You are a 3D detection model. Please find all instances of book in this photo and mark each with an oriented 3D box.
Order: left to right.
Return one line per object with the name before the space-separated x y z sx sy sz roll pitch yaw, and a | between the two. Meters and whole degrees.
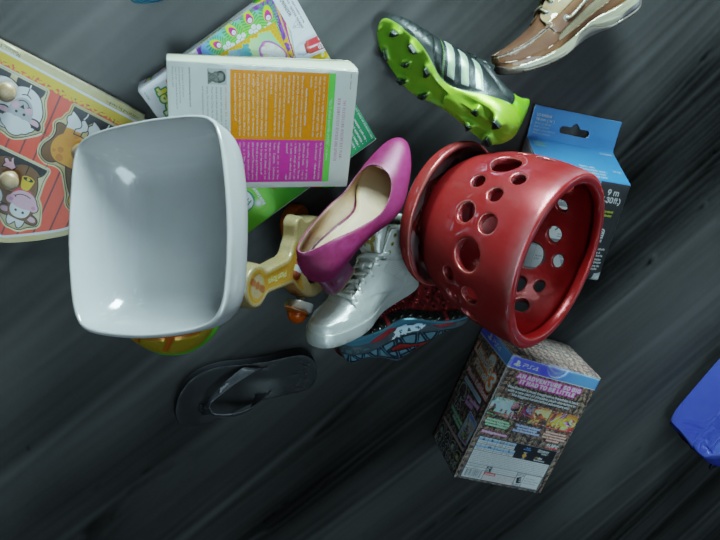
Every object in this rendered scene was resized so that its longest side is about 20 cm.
book | -0.105 -0.155 0.752 0.194 0.048 0.137 -2 118 -15

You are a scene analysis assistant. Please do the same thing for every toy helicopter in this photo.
toy helicopter | -0.083 0.007 0.790 0.077 0.199 0.137 11 108 23

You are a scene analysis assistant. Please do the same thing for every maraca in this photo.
maraca | -0.237 0.006 0.797 0.135 0.107 0.203 -28 107 6

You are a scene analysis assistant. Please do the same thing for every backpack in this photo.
backpack | 0.632 0.269 1.134 0.197 0.169 0.164 29 110 -29

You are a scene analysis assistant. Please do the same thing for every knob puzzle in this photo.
knob puzzle | -0.352 -0.116 0.751 0.213 0.031 0.226 -7 115 -14

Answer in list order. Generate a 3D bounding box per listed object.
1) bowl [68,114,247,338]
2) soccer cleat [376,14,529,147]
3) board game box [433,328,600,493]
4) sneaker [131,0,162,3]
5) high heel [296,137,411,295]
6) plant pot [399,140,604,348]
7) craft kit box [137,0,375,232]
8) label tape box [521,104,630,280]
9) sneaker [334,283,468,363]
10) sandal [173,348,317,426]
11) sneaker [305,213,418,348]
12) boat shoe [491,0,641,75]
bowl | -0.190 -0.038 0.692 0.194 0.074 0.207 -3 85 25
soccer cleat | 0.104 -0.223 0.800 0.199 0.068 0.081 40 57 3
board game box | 0.222 0.200 1.019 0.155 0.097 0.205 16 108 -22
sneaker | -0.161 -0.342 0.689 0.199 0.076 0.081 -42 110 -2
high heel | -0.002 -0.075 0.761 0.204 0.066 0.096 -66 156 -15
plant pot | 0.157 -0.039 0.812 0.198 0.180 0.206 -25 128 -38
craft kit box | -0.111 -0.178 0.788 0.195 0.049 0.202 -34 118 3
label tape box | 0.271 -0.098 0.922 0.140 0.064 0.206 5 112 -19
sneaker | 0.054 0.071 0.940 0.194 0.081 0.097 -9 139 -14
sandal | -0.152 0.153 0.920 0.195 0.043 0.078 -19 117 -8
sneaker | 0.000 0.000 0.842 0.199 0.072 0.119 -36 132 -43
boat shoe | 0.234 -0.297 0.824 0.197 0.076 0.073 -31 111 -7
